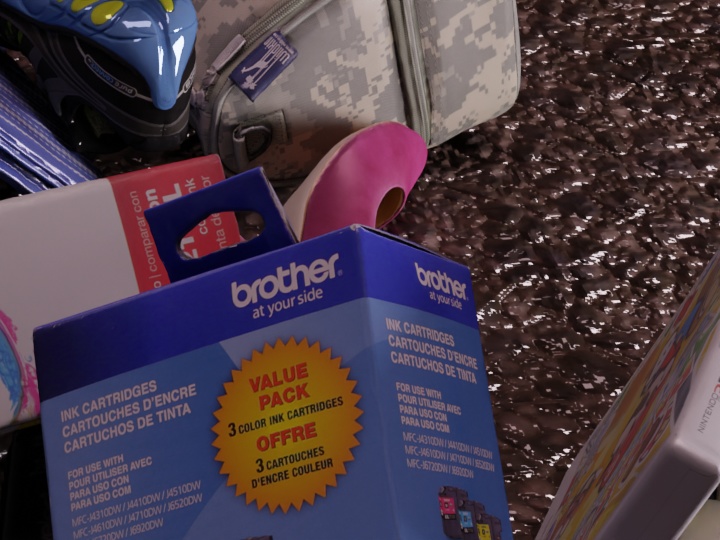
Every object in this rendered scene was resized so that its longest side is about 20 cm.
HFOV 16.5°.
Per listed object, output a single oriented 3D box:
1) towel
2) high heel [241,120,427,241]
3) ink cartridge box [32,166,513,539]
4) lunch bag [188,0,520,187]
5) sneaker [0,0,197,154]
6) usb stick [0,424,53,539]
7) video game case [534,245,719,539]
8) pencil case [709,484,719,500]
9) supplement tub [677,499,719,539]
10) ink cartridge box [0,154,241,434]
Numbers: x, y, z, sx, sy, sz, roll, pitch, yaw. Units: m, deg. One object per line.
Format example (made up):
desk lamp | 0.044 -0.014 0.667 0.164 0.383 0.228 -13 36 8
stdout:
towel | -0.176 -0.082 1.110 0.145 0.024 0.200 40 6 -44
high heel | 0.000 0.000 1.079 0.096 0.067 0.200 43 30 7
ink cartridge box | -0.028 0.072 0.804 0.076 0.136 0.200 22 55 -55
lunch bag | -0.037 -0.134 1.199 0.167 0.140 0.200 -25 43 -16
sneaker | -0.129 -0.096 1.127 0.071 0.083 0.200 -10 18 -25
usb stick | -0.107 0.120 0.893 0.055 0.033 0.200 -3 35 -1
video game case | 0.093 0.069 0.850 0.023 0.200 0.182 31 41 1
pencil case | 0.216 0.088 0.964 0.199 0.078 0.090 3 59 -7
supplement tub | 0.182 0.161 0.790 0.200 0.145 0.145 11 34 6
ink cartridge box | -0.159 0.023 0.920 0.200 0.083 0.146 -14 2 -30
